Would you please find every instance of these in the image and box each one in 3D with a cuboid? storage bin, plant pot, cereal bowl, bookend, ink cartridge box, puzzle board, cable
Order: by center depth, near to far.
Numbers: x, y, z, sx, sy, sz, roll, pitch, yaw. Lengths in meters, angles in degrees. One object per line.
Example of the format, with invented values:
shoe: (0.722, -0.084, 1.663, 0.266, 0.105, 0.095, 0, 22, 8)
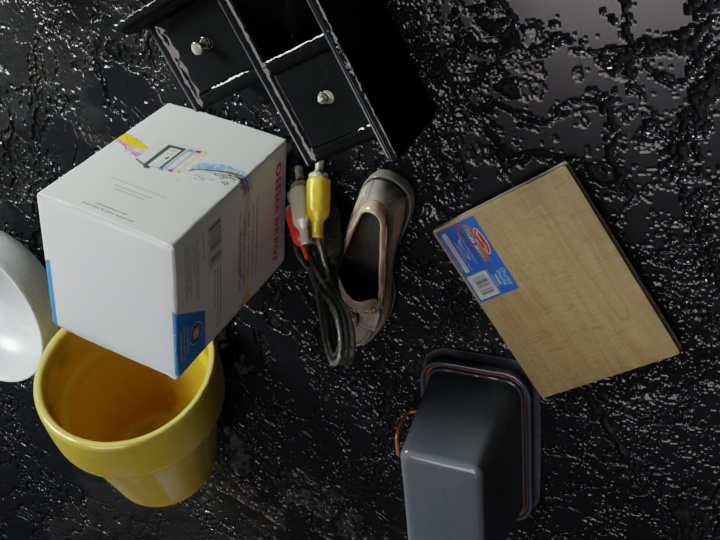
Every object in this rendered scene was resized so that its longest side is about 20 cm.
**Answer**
bookend: (-0.072, -0.174, 0.829, 0.197, 0.092, 0.201, -15, 113, 35)
puzzle board: (0.175, 0.014, 0.873, 0.149, 0.017, 0.201, -25, 106, 39)
cable: (-0.044, 0.000, 0.892, 0.049, 0.204, 0.097, 9, 149, -24)
ink cartridge box: (-0.175, -0.036, 0.905, 0.142, 0.200, 0.149, 19, 129, 17)
storage bin: (0.094, 0.201, 0.963, 0.143, 0.135, 0.203, 9, 124, 22)
plant pot: (-0.241, 0.162, 1.092, 0.197, 0.203, 0.191, 15, 143, 18)
cereal bowl: (-0.436, 0.028, 1.164, 0.197, 0.084, 0.203, 14, 127, 19)

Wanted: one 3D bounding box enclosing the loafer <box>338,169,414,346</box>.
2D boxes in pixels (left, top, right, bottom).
loafer: (0.000, 0.000, 0.925, 0.071, 0.063, 0.203, 23, 129, 12)
